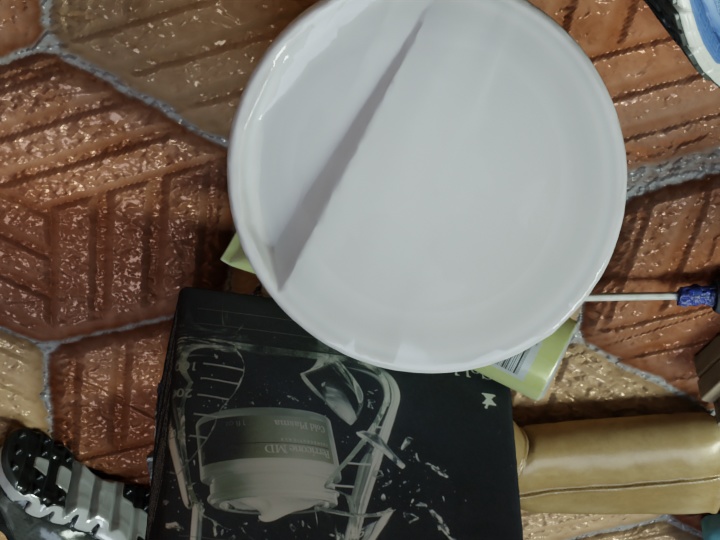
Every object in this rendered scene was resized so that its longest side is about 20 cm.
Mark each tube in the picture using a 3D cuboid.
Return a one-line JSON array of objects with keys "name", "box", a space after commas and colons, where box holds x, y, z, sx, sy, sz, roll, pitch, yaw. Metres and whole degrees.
[{"name": "tube", "box": [0.026, 0.005, 0.972, 0.199, 0.058, 0.052, 27, 128, 5]}]

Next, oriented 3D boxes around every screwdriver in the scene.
[{"name": "screwdriver", "box": [0.182, 0.019, 1.066, 0.199, 0.029, 0.028, -4, 138, -4]}]

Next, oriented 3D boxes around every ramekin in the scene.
[{"name": "ramekin", "box": [0.034, -0.055, 0.886, 0.201, 0.094, 0.204, 0, 101, 2]}]

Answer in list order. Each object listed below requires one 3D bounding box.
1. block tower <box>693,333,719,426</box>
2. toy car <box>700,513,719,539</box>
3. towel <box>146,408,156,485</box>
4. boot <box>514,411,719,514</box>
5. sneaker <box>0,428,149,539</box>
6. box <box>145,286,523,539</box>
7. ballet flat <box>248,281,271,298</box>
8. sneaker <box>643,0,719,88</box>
[{"name": "block tower", "box": [0.319, 0.096, 1.138, 0.199, 0.054, 0.058, 20, 134, -21]}, {"name": "toy car", "box": [0.354, 0.277, 1.228, 0.183, 0.201, 0.177, -9, 137, 9]}, {"name": "towel", "box": [-0.039, 0.165, 1.184, 0.165, 0.086, 0.200, -12, 137, 13]}, {"name": "boot", "box": [0.149, 0.112, 1.151, 0.199, 0.066, 0.175, -2, 147, 1]}, {"name": "sneaker", "box": [-0.199, 0.187, 1.223, 0.090, 0.067, 0.200, -31, 126, 32]}, {"name": "box", "box": [-0.019, 0.130, 0.966, 0.199, 0.197, 0.124, 7, 137, -9]}, {"name": "ballet flat", "box": [0.000, 0.000, 1.031, 0.199, 0.072, 0.072, -12, 136, 11]}, {"name": "sneaker", "box": [0.198, -0.140, 0.861, 0.089, 0.079, 0.200, -41, 146, 17]}]
